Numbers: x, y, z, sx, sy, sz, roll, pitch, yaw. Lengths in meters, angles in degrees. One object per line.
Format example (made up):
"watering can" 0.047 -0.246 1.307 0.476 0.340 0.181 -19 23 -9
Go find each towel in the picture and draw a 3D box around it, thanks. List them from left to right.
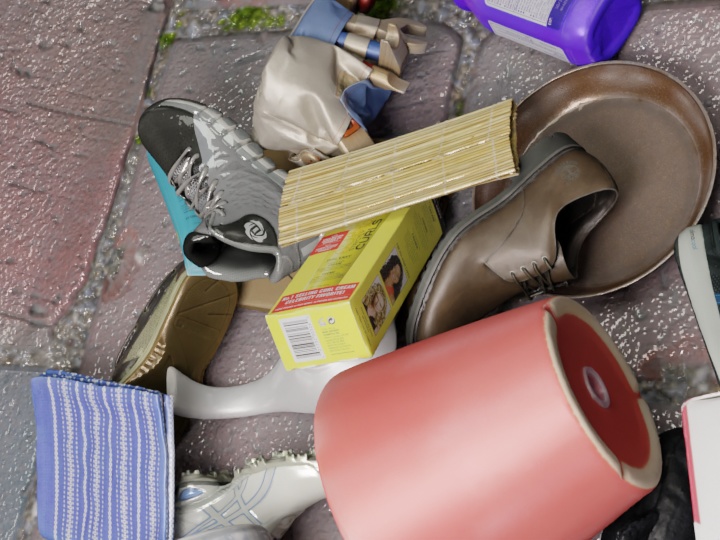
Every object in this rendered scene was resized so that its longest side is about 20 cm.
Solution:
"towel" -0.210 0.159 1.398 0.199 0.024 0.147 3 95 51

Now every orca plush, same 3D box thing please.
"orca plush" 0.175 0.190 1.187 0.200 0.071 0.105 -50 52 0

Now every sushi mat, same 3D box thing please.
"sushi mat" 0.028 -0.074 1.337 0.198 0.012 0.096 -17 38 19

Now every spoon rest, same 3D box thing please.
"spoon rest" -0.057 0.078 1.391 0.198 0.061 0.100 -17 57 22

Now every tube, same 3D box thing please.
"tube" -0.134 -0.054 1.479 0.077 0.051 0.200 -6 35 -18

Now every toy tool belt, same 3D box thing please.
"toy tool belt" -0.001 -0.166 1.456 0.122 0.125 0.201 25 58 6

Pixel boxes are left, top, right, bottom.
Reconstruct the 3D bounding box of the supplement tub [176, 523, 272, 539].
"supplement tub" -0.092 0.294 1.247 0.122 0.122 0.202 -25 73 17

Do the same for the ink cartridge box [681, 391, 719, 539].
"ink cartridge box" 0.267 0.173 1.059 0.085 0.200 0.149 -16 59 22

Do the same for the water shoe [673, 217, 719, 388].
"water shoe" 0.277 0.045 1.200 0.078 0.072 0.202 -21 60 11

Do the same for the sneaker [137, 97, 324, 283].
"sneaker" -0.123 -0.059 1.400 0.199 0.075 0.115 34 42 15

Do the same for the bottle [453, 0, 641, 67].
"bottle" 0.132 -0.231 1.432 0.199 0.065 0.084 27 76 38

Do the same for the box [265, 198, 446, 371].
"box" 0.000 0.000 1.308 0.075 0.050 0.200 -10 25 26

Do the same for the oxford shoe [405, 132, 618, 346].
"oxford shoe" 0.112 -0.007 1.288 0.200 0.073 0.084 -49 54 1

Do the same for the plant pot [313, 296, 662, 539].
"plant pot" 0.093 0.119 1.179 0.177 0.200 0.202 -31 53 25

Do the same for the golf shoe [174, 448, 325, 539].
"golf shoe" -0.077 0.193 1.351 0.199 0.078 0.098 -18 75 29

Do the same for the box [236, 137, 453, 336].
"box" -0.025 -0.036 1.454 0.198 0.021 0.165 9 71 33

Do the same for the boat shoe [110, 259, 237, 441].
"boat shoe" -0.167 0.081 1.458 0.201 0.073 0.065 -58 25 4

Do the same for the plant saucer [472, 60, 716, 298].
"plant saucer" 0.182 -0.066 1.340 0.198 0.032 0.202 -14 60 26
